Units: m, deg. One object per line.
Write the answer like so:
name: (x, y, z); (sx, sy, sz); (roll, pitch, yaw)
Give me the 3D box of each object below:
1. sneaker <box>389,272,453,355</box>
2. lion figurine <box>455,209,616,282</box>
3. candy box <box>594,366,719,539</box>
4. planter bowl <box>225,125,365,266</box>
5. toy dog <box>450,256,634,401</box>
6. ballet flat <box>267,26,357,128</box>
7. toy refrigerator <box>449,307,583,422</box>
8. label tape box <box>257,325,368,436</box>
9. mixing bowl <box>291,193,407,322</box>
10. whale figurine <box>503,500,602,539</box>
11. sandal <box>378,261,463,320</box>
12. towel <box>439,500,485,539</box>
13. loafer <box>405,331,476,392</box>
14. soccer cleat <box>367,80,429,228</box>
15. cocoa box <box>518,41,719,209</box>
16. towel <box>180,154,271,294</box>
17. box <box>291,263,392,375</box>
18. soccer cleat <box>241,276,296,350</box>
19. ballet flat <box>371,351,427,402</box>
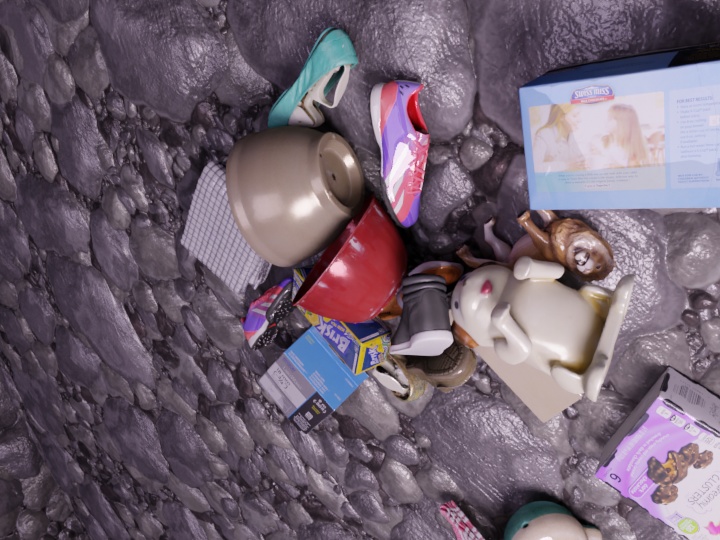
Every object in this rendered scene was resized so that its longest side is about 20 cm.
sneaker: (0.080, 0.061, 0.813); (0.200, 0.069, 0.101); (116, 154, -73)
lion figurine: (0.220, -0.021, 0.773); (0.123, 0.073, 0.199); (47, 148, -11)
candy box: (0.429, 0.249, 0.748); (0.198, 0.071, 0.170); (33, 129, 20)
planter bowl: (-0.077, -0.118, 0.858); (0.133, 0.200, 0.203); (-13, 106, 31)
toy dog: (0.205, 0.053, 0.716); (0.197, 0.194, 0.142); (20, 84, 24)
ballet flat: (-0.069, -0.249, 0.856); (0.071, 0.067, 0.200); (55, 132, 10)
toy refrigerator: (0.218, 0.102, 0.834); (0.200, 0.070, 0.076); (46, 126, 7)
label tape box: (-0.095, 0.206, 1.130); (0.144, 0.063, 0.200); (47, 133, 5)
mixing bowl: (0.000, 0.000, 0.875); (0.108, 0.201, 0.200); (36, 133, -8)
whale figurine: (0.307, 0.446, 0.942); (0.159, 0.104, 0.200); (-41, 111, 7)
sandal: (0.085, 0.050, 0.893); (0.206, 0.078, 0.060); (-42, 48, 50)
towel: (0.209, 0.498, 1.003); (0.200, 0.030, 0.148); (38, 154, 60)
loafer: (0.129, 0.140, 0.889); (0.067, 0.077, 0.200); (34, 170, -8)
soccer cleat: (0.063, -0.154, 0.814); (0.072, 0.068, 0.204); (0, 113, 27)
cocoa box: (0.279, -0.144, 0.607); (0.197, 0.131, 0.136); (3, 116, 36)
towel: (-0.216, -0.078, 1.057); (0.165, 0.085, 0.201); (39, 130, 11)
box: (-0.035, 0.072, 0.967); (0.200, 0.064, 0.071); (44, 137, 37)
soccer cleat: (-0.169, 0.066, 1.103); (0.074, 0.068, 0.201); (53, 133, 19)
ballet flat: (0.026, 0.143, 1.002); (0.200, 0.070, 0.071); (42, 132, 11)
